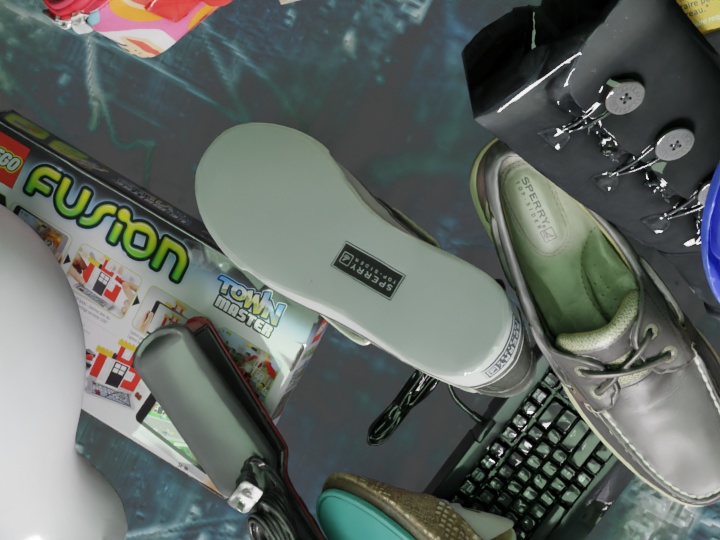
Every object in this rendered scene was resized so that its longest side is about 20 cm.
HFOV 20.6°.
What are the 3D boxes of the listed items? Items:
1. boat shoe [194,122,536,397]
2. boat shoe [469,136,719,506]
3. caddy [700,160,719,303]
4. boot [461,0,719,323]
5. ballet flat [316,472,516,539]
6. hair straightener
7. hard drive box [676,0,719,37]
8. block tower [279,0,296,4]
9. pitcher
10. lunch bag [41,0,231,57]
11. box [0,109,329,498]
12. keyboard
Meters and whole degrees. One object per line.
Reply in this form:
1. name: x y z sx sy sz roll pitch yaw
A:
1. boat shoe: 0.000 0.000 0.950 0.200 0.064 0.071 37 87 30
2. boat shoe: 0.112 0.026 0.913 0.071 0.066 0.202 -32 90 13
3. caddy: 0.230 -0.042 0.795 0.200 0.105 0.141 -44 130 5
4. boot: 0.162 -0.076 0.855 0.165 0.066 0.200 -43 123 14
5. ballet flat: 0.066 0.158 0.943 0.200 0.065 0.071 43 144 19
6. hair straightener: -0.050 0.115 0.929 0.041 0.077 0.201 -29 84 14
7. hard drive box: 0.150 -0.208 0.890 0.155 0.077 0.202 -18 92 14
8. block tower: 0.031 -0.177 0.882 0.199 0.054 0.058 -15 95 51
9. pitcher: -0.202 0.048 0.945 0.171 0.121 0.201 27 147 31
10. lunch bag: -0.067 -0.192 0.885 0.200 0.082 0.177 -39 48 28
11. box: -0.122 0.016 1.000 0.199 0.035 0.111 31 102 8
12. keyboard: 0.068 0.083 0.973 0.127 0.021 0.201 37 102 6
